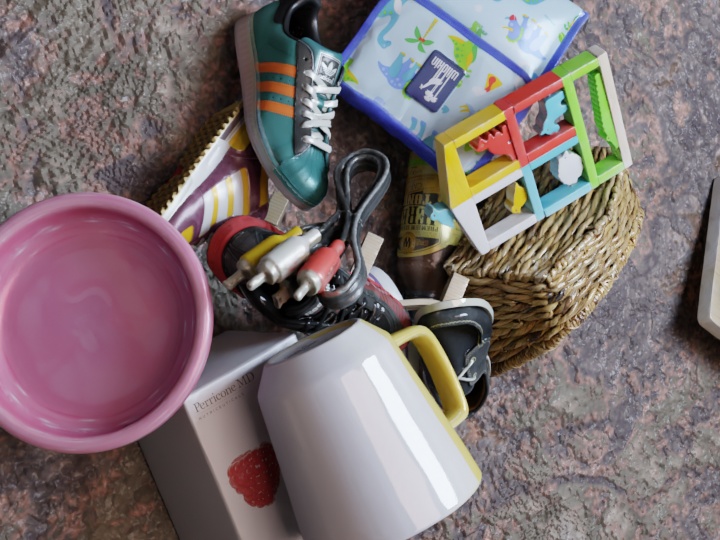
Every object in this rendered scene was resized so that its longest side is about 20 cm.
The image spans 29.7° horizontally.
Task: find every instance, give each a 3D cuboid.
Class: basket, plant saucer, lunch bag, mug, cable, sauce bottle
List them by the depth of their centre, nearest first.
[{"bbox_3d":[-0.211,0.041,1.052,0.200,0.051,0.201,-1,82,5],"label":"plant saucer"},{"bbox_3d":[-0.018,-0.038,1.061,0.200,0.097,0.050,-55,143,-35],"label":"cable"},{"bbox_3d":[-0.003,0.120,1.069,0.149,0.187,0.153,-25,96,11],"label":"mug"},{"bbox_3d":[0.084,-0.198,1.248,0.170,0.127,0.200,36,71,-2],"label":"lunch bag"},{"bbox_3d":[0.069,-0.031,1.292,0.065,0.065,0.200,12,81,-34],"label":"sauce bottle"},{"bbox_3d":[0.196,-0.006,1.300,0.200,0.143,0.149,-54,134,-37],"label":"basket"}]

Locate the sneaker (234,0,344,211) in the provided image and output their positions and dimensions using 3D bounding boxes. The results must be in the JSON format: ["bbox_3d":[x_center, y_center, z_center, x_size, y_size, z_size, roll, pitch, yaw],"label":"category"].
[{"bbox_3d":[-0.051,-0.150,1.152,0.071,0.080,0.200,22,48,-54],"label":"sneaker"}]

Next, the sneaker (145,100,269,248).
[{"bbox_3d":[-0.128,-0.047,1.148,0.090,0.075,0.200,42,67,-21],"label":"sneaker"}]

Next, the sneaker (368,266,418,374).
[{"bbox_3d":[-0.009,0.101,1.232,0.114,0.073,0.201,-10,95,-32],"label":"sneaker"}]

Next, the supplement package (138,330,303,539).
[{"bbox_3d":[-0.095,0.165,1.138,0.121,0.120,0.200,-29,105,-32],"label":"supplement package"}]

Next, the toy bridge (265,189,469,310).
[{"bbox_3d":[0.000,0.000,1.209,0.200,0.027,0.067,25,71,-3],"label":"toy bridge"}]

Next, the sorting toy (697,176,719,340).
[{"bbox_3d":[0.484,0.013,1.548,0.200,0.070,0.199,33,56,-28],"label":"sorting toy"}]

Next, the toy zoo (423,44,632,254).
[{"bbox_3d":[0.145,-0.098,1.207,0.200,0.020,0.131,-30,130,-9],"label":"toy zoo"}]

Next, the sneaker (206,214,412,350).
[{"bbox_3d":[-0.032,0.026,1.126,0.200,0.098,0.071,30,92,-26],"label":"sneaker"}]

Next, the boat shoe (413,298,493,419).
[{"bbox_3d":[0.088,0.077,1.208,0.072,0.200,0.068,-10,66,1],"label":"boat shoe"}]
